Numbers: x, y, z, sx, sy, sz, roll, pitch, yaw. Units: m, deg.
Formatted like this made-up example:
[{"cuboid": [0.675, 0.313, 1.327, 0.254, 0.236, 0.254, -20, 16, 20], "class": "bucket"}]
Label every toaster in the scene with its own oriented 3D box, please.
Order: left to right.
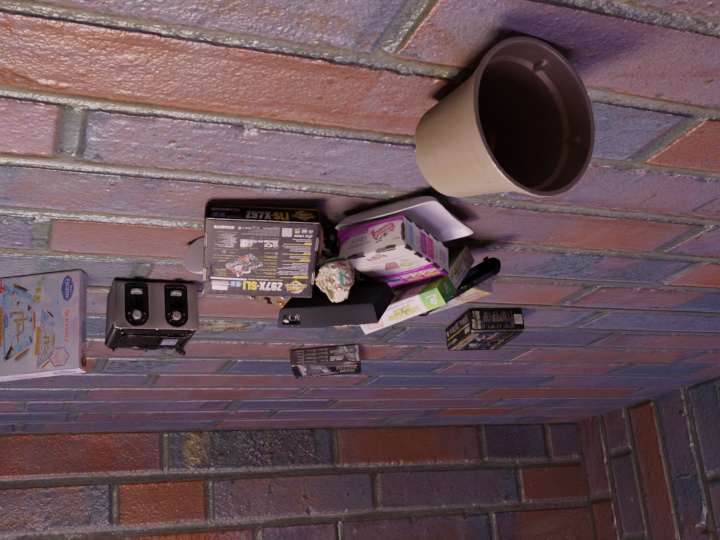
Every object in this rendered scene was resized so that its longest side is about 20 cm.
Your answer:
[{"cuboid": [-0.445, 0.101, 1.890, 0.179, 0.120, 0.200, 3, 159, -21], "class": "toaster"}]

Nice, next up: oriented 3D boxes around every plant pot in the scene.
[{"cuboid": [0.171, -0.179, 1.172, 0.199, 0.203, 0.183, 7, 169, -31], "class": "plant pot"}]

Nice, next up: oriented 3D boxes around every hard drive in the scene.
[{"cuboid": [-0.046, 0.062, 1.654, 0.198, 0.043, 0.135, -4, -159, 21], "class": "hard drive"}]

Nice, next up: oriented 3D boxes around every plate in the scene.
[{"cuboid": [0.082, -0.085, 1.625, 0.198, 0.033, 0.200, -14, 159, 24], "class": "plate"}]

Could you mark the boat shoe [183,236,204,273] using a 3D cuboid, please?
[{"cuboid": [-0.235, -0.036, 1.632, 0.198, 0.069, 0.056, -17, 158, 26], "class": "boat shoe"}]

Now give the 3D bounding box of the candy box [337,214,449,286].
[{"cuboid": [0.064, -0.032, 1.628, 0.135, 0.062, 0.200, -12, 160, 26], "class": "candy box"}]

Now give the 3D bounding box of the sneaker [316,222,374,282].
[{"cuboid": [-0.040, -0.023, 1.697, 0.090, 0.067, 0.200, -7, 147, 39], "class": "sneaker"}]

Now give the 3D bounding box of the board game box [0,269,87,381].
[{"cuboid": [-0.637, 0.109, 1.740, 0.197, 0.202, 0.041, -6, 163, 4], "class": "board game box"}]

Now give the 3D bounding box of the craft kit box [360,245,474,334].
[{"cuboid": [0.112, 0.037, 1.778, 0.196, 0.049, 0.200, -26, -168, 33], "class": "craft kit box"}]

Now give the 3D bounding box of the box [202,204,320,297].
[{"cuboid": [-0.175, -0.032, 1.550, 0.198, 0.050, 0.161, 2, 127, -10], "class": "box"}]

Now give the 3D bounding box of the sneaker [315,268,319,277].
[{"cuboid": [0.000, 0.000, 1.780, 0.199, 0.076, 0.104, 3, 166, -44], "class": "sneaker"}]

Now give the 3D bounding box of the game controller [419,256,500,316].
[{"cuboid": [0.191, 0.032, 1.778, 0.199, 0.042, 0.104, -31, 177, 2], "class": "game controller"}]

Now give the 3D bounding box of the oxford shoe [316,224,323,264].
[{"cuboid": [-0.133, -0.017, 1.624, 0.073, 0.071, 0.201, -12, 145, -45], "class": "oxford shoe"}]

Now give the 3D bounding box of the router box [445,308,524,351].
[{"cuboid": [0.324, 0.158, 2.340, 0.148, 0.063, 0.200, -1, 161, -14], "class": "router box"}]

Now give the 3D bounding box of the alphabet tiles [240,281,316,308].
[{"cuboid": [-0.169, 0.026, 1.762, 0.198, 0.008, 0.168, 15, 146, 3], "class": "alphabet tiles"}]

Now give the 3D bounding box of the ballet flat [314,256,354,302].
[{"cuboid": [-0.044, 0.024, 1.577, 0.075, 0.065, 0.200, -13, 172, -2], "class": "ballet flat"}]

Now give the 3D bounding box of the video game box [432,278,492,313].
[{"cuboid": [0.166, 0.045, 2.005, 0.199, 0.047, 0.181, -21, 158, 39], "class": "video game box"}]

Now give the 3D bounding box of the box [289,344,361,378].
[{"cuboid": [-0.098, 0.262, 2.551, 0.198, 0.050, 0.158, -5, 161, -1], "class": "box"}]
